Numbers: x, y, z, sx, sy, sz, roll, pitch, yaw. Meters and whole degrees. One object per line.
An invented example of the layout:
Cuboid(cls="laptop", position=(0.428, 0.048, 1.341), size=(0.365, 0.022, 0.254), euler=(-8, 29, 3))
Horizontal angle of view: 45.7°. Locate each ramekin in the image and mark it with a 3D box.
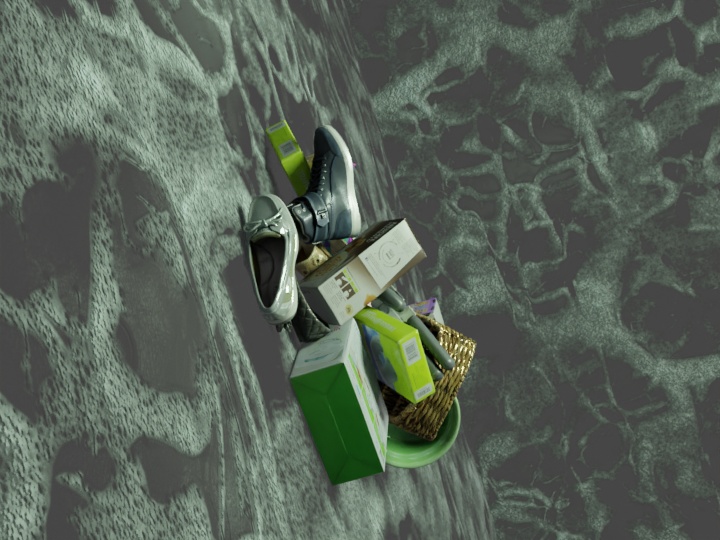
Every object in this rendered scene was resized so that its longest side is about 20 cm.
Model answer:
Cuboid(cls="ramekin", position=(0.091, 0.273, 1.665), size=(0.098, 0.198, 0.202), euler=(-87, 160, -82))

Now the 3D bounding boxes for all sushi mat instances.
Cuboid(cls="sushi mat", position=(0.000, 0.000, 1.613), size=(0.200, 0.012, 0.096), euler=(47, -19, 31))

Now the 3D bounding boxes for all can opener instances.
Cuboid(cls="can opener", position=(0.081, 0.100, 1.466), size=(0.200, 0.053, 0.067), euler=(51, 8, 29))

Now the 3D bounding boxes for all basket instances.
Cuboid(cls="basket", position=(0.099, 0.185, 1.530), size=(0.201, 0.148, 0.143), euler=(-63, -178, -6))

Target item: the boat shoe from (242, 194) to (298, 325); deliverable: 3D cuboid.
Cuboid(cls="boat shoe", position=(-0.132, -0.024, 1.242), size=(0.065, 0.074, 0.204), euler=(61, 22, -67))

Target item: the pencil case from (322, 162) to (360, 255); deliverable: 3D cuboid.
Cuboid(cls="pencil case", position=(-0.041, -0.118, 1.725), size=(0.085, 0.092, 0.202), euler=(-25, 116, -41))

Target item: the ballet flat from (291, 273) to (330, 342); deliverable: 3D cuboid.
Cuboid(cls="ballet flat", position=(-0.102, 0.021, 1.348), size=(0.066, 0.056, 0.202), euler=(-127, -162, -67))

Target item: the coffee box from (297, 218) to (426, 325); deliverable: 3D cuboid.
Cuboid(cls="coffee box", position=(-0.001, 0.001, 1.447), size=(0.080, 0.199, 0.114), euler=(58, -21, -15))

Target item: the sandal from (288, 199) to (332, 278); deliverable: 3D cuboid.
Cuboid(cls="sandal", position=(-0.096, -0.022, 1.511), size=(0.069, 0.077, 0.214), euler=(-14, 79, -47))

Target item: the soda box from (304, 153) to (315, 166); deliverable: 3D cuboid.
Cuboid(cls="soda box", position=(-0.068, -0.146, 1.801), size=(0.068, 0.063, 0.202), euler=(-83, 155, -67))

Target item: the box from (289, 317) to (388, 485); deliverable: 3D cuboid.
Cuboid(cls="box", position=(-0.026, 0.206, 1.384), size=(0.177, 0.096, 0.202), euler=(-81, 153, -69))

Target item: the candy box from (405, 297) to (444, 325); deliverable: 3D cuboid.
Cuboid(cls="candy box", position=(0.064, 0.126, 1.706), size=(0.168, 0.198, 0.072), euler=(-46, 119, -79))

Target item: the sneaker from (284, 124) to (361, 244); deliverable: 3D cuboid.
Cuboid(cls="sneaker", position=(-0.083, -0.145, 1.468), size=(0.077, 0.145, 0.205), euler=(-11, -88, 56))

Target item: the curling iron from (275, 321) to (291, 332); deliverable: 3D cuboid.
Cuboid(cls="curling iron", position=(-0.140, 0.003, 1.292), size=(0.050, 0.025, 0.202), euler=(110, -37, -70))

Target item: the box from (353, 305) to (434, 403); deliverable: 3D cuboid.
Cuboid(cls="box", position=(0.043, 0.134, 1.465), size=(0.200, 0.047, 0.123), euler=(24, -43, 57))

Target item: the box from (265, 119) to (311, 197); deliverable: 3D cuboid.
Cuboid(cls="box", position=(-0.108, -0.167, 1.595), size=(0.201, 0.047, 0.122), euler=(64, -2, -42))
